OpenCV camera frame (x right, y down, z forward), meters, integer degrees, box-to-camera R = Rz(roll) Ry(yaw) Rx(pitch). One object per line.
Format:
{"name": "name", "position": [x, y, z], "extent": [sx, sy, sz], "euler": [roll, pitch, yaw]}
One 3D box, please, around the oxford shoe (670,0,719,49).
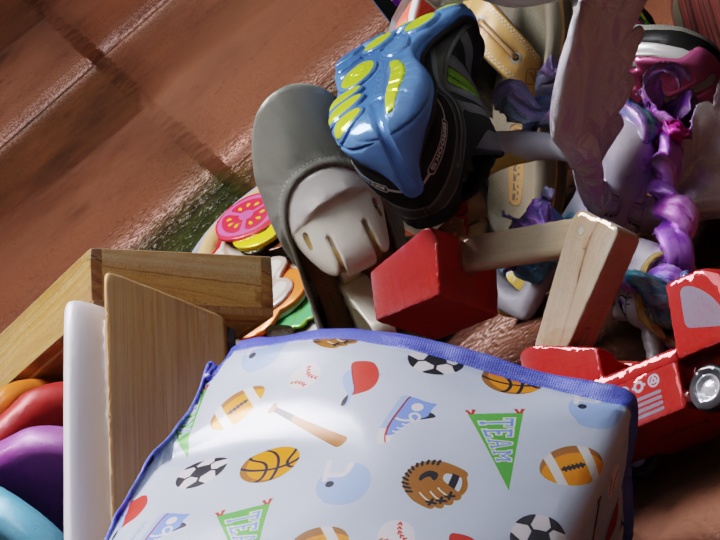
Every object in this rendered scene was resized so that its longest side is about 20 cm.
{"name": "oxford shoe", "position": [0.247, -0.152, 1.467], "extent": [0.074, 0.071, 0.200], "euler": [-20, 6, -33]}

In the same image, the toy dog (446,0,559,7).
{"name": "toy dog", "position": [0.143, -0.184, 1.367], "extent": [0.194, 0.199, 0.140], "euler": [-59, 44, 40]}

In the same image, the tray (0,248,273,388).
{"name": "tray", "position": [-0.127, 0.033, 1.474], "extent": [0.200, 0.098, 0.037], "euler": [146, 124, -64]}

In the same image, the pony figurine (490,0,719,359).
{"name": "pony figurine", "position": [0.130, -0.048, 1.349], "extent": [0.200, 0.166, 0.194], "euler": [17, 91, 62]}

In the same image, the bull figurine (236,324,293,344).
{"name": "bull figurine", "position": [-0.046, 0.100, 1.388], "extent": [0.065, 0.122, 0.200], "euler": [-4, 15, -27]}

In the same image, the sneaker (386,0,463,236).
{"name": "sneaker", "position": [0.021, -0.099, 1.542], "extent": [0.082, 0.077, 0.201], "euler": [-20, 38, 41]}

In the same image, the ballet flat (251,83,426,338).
{"name": "ballet flat", "position": [0.000, 0.000, 1.379], "extent": [0.067, 0.201, 0.064], "euler": [-22, 28, -8]}

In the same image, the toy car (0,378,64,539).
{"name": "toy car", "position": [-0.176, 0.130, 1.433], "extent": [0.149, 0.175, 0.200], "euler": [-30, 22, 16]}

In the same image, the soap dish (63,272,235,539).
{"name": "soap dish", "position": [-0.097, 0.119, 1.275], "extent": [0.081, 0.201, 0.157], "euler": [-2, -18, -5]}

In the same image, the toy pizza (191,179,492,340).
{"name": "toy pizza", "position": [-0.015, -0.013, 1.550], "extent": [0.199, 0.032, 0.201], "euler": [-14, 39, 12]}

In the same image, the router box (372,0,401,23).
{"name": "router box", "position": [0.039, -0.215, 1.794], "extent": [0.051, 0.149, 0.200], "euler": [-32, 22, 18]}

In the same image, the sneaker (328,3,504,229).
{"name": "sneaker", "position": [0.030, -0.074, 1.347], "extent": [0.070, 0.083, 0.200], "euler": [-24, 17, 16]}

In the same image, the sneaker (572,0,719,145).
{"name": "sneaker", "position": [0.145, -0.121, 1.531], "extent": [0.088, 0.074, 0.200], "euler": [-55, 20, -20]}

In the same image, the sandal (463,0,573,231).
{"name": "sandal", "position": [0.077, -0.111, 1.489], "extent": [0.054, 0.202, 0.080], "euler": [-1, 4, -23]}

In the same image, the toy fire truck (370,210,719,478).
{"name": "toy fire truck", "position": [0.101, 0.027, 1.246], "extent": [0.199, 0.049, 0.142], "euler": [-26, 61, 33]}

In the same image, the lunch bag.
{"name": "lunch bag", "position": [-0.002, 0.118, 1.149], "extent": [0.199, 0.124, 0.170], "euler": [15, 46, 17]}
